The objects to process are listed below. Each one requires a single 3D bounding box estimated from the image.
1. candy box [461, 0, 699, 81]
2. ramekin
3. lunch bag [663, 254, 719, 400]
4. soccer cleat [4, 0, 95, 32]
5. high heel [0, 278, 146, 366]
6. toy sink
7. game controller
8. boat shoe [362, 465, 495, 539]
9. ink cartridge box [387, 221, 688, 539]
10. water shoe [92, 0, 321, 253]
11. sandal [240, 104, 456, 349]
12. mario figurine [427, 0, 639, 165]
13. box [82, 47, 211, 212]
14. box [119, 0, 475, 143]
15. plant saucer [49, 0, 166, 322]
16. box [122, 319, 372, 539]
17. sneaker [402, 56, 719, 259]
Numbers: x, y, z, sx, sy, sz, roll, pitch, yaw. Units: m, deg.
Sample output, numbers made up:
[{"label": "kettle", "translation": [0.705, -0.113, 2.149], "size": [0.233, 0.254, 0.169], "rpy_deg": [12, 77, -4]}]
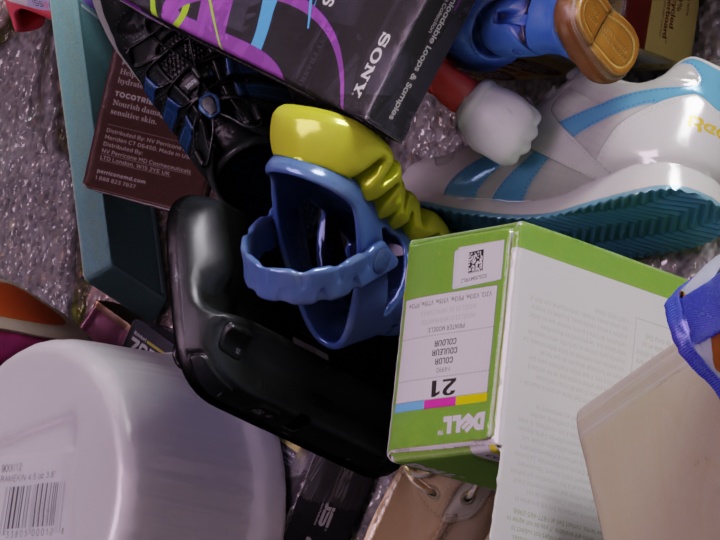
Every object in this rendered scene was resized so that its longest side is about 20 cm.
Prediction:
[{"label": "candy box", "translation": [0.086, -0.158, 1.476], "size": [0.199, 0.055, 0.116], "rpy_deg": [0, 78, 50]}, {"label": "ramekin", "translation": [-0.138, 0.132, 1.524], "size": [0.200, 0.097, 0.202], "rpy_deg": [-20, 62, 44]}, {"label": "lunch bag", "translation": [0.237, 0.005, 1.115], "size": [0.170, 0.199, 0.124], "rpy_deg": [-36, 51, 38]}, {"label": "soccer cleat", "translation": [-0.151, -0.179, 1.775], "size": [0.199, 0.068, 0.074], "rpy_deg": [7, 105, 47]}, {"label": "high heel", "translation": [-0.184, 0.062, 1.619], "size": [0.067, 0.200, 0.096], "rpy_deg": [36, 100, 26]}, {"label": "toy sink", "translation": [0.181, 0.134, 1.190], "size": [0.112, 0.130, 0.201], "rpy_deg": [-38, 51, 35]}, {"label": "game controller", "translation": [-0.033, 0.033, 1.436], "size": [0.042, 0.200, 0.105], "rpy_deg": [-25, 62, 21]}, {"label": "boat shoe", "translation": [0.047, 0.081, 1.422], "size": [0.201, 0.065, 0.072], "rpy_deg": [-57, 41, 19]}, {"label": "ink cartridge box", "translation": [0.087, 0.095, 1.303], "size": [0.076, 0.147, 0.201], "rpy_deg": [-9, 69, 49]}, {"label": "water shoe", "translation": [-0.068, -0.088, 1.536], "size": [0.071, 0.200, 0.079], "rpy_deg": [-34, 19, 3]}, {"label": "sandal", "translation": [0.000, 0.000, 1.405], "size": [0.079, 0.200, 0.087], "rpy_deg": [16, 74, 38]}, {"label": "mario figurine", "translation": [0.059, -0.120, 1.409], "size": [0.199, 0.106, 0.123], "rpy_deg": [-2, 30, 45]}, {"label": "box", "translation": [-0.094, -0.141, 1.613], "size": [0.100, 0.074, 0.201], "rpy_deg": [-89, 14, -76]}, {"label": "box", "translation": [-0.021, -0.160, 1.390], "size": [0.200, 0.036, 0.144], "rpy_deg": [28, 91, 39]}, {"label": "plant saucer", "translation": [-0.145, -0.069, 1.714], "size": [0.019, 0.070, 0.201], "rpy_deg": [-25, 56, 21]}, {"label": "box", "translation": [-0.088, 0.134, 1.579], "size": [0.200, 0.049, 0.162], "rpy_deg": [29, 101, 51]}, {"label": "sneaker", "translation": [0.100, -0.050, 1.412], "size": [0.199, 0.076, 0.081], "rpy_deg": [-7, 61, 43]}]
